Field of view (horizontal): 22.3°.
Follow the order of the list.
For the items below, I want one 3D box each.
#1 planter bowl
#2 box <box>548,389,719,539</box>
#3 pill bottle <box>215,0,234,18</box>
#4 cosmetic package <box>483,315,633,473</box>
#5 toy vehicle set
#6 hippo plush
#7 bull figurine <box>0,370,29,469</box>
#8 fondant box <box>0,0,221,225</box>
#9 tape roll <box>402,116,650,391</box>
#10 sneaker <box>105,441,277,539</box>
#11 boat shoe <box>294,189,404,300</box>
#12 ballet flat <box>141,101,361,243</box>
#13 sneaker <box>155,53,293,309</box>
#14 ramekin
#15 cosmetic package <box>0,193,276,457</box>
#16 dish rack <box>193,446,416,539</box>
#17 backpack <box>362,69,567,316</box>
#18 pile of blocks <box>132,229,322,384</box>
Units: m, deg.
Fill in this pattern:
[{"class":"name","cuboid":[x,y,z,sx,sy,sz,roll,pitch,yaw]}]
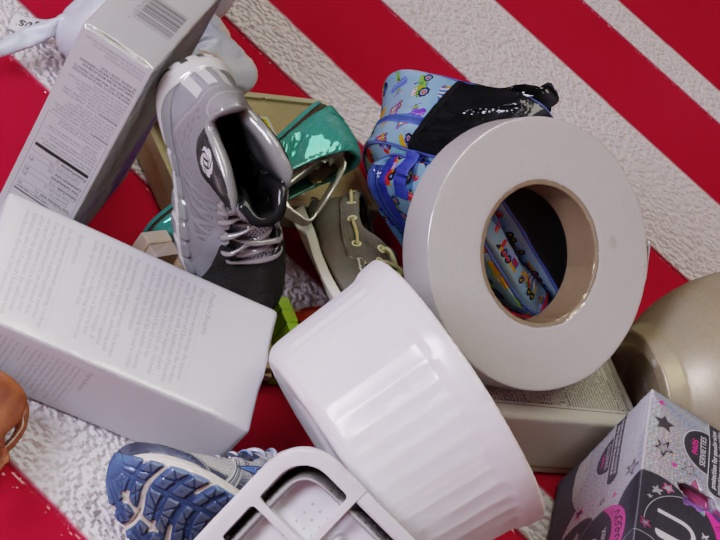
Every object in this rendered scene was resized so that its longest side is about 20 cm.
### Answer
[{"class":"planter bowl","cuboid":[0.272,0.099,1.455,0.134,0.201,0.201,-5,52,-20]},{"class":"box","cuboid":[0.209,0.208,1.317,0.114,0.132,0.200,31,37,-10]},{"class":"pill bottle","cuboid":[-0.150,-0.303,1.567,0.114,0.114,0.201,25,38,-17]},{"class":"cosmetic package","cuboid":[0.107,0.093,1.402,0.199,0.073,0.104,8,47,-34]},{"class":"toy vehicle set","cuboid":[-0.089,-0.091,1.468,0.199,0.027,0.125,2,50,-39]},{"class":"hippo plush","cuboid":[-0.158,-0.230,1.417,0.199,0.161,0.159,18,23,-6]},{"class":"bull figurine","cuboid":[-0.294,0.069,1.096,0.199,0.065,0.122,23,43,-16]},{"class":"fondant box","cuboid":[-0.177,-0.113,1.269,0.058,0.200,0.144,34,37,-3]},{"class":"tape roll","cuboid":[0.123,-0.012,1.337,0.202,0.037,0.204,0,90,-32]},{"class":"sneaker","cuboid":[-0.080,0.154,1.193,0.199,0.077,0.085,28,27,-27]},{"class":"boat shoe","cuboid":[-0.001,-0.002,1.363,0.072,0.060,0.202,64,-1,-31]},{"class":"ballet flat","cuboid":[-0.072,-0.054,1.365,0.070,0.067,0.200,45,59,12]},{"class":"sneaker","cuboid":[-0.079,-0.034,1.200,0.075,0.201,0.115,-25,34,-15]},{"class":"ramekin","cuboid":[0.024,0.102,1.191,0.097,0.201,0.201,-32,69,-7]},{"class":"cosmetic package","cuboid":[-0.165,0.042,1.210,0.199,0.071,0.102,25,51,-16]},{"class":"dish rack","cuboid":[-0.019,0.224,1.103,0.200,0.172,0.044,44,5,8]},{"class":"backpack","cuboid":[0.080,-0.068,1.466,0.135,0.200,0.183,-51,133,-19]},{"class":"pile of blocks","cuboid":[-0.091,0.030,1.309,0.199,0.062,0.082,22,40,-21]}]
